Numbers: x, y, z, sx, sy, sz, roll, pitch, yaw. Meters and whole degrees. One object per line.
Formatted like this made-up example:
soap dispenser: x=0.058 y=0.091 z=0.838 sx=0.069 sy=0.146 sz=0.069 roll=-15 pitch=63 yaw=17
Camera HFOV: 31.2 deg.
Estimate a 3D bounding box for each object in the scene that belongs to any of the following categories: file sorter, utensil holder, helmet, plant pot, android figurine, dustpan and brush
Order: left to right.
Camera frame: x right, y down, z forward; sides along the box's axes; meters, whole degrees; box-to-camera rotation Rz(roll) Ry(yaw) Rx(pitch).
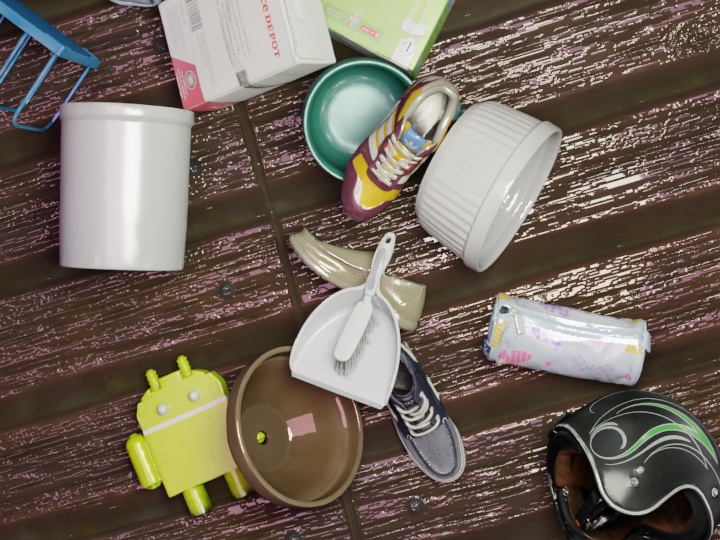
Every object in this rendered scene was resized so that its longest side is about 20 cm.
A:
file sorter: x=-0.465 y=-0.285 z=1.659 sx=0.199 sy=0.139 sz=0.123 roll=36 pitch=97 yaw=5
utensil holder: x=-0.296 y=-0.103 z=1.624 sx=0.168 sy=0.170 sz=0.202 roll=2 pitch=91 yaw=6
android figurine: x=-0.216 y=0.213 z=1.676 sx=0.181 sy=0.041 sz=0.202 roll=-21 pitch=89 yaw=5
plant pot: x=-0.100 y=0.202 z=1.616 sx=0.092 sy=0.200 sz=0.203 roll=-21 pitch=87 yaw=45
dustpan and brush: x=0.004 y=0.051 z=1.576 sx=0.138 sy=0.057 sz=0.201 roll=18 pitch=71 yaw=20
helmet: x=0.337 y=0.242 z=1.544 sx=0.189 sy=0.200 sz=0.202 roll=-9 pitch=88 yaw=-17

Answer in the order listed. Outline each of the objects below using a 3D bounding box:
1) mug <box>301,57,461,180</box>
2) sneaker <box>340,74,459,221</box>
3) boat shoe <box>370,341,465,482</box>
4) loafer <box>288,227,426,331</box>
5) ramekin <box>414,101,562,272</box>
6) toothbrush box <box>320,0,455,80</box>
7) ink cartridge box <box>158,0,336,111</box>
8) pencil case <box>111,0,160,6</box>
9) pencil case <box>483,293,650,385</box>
mug: x=0.016 y=-0.183 z=1.613 sx=0.184 sy=0.114 sz=0.153 roll=23 pitch=98 yaw=-9
sneaker: x=0.043 y=-0.143 z=1.518 sx=0.075 sy=0.090 sz=0.201 roll=31 pitch=97 yaw=-11
boat shoe: x=0.068 y=0.180 z=1.619 sx=0.074 sy=0.093 sz=0.201 roll=-30 pitch=86 yaw=5
loafer: x=0.000 y=0.000 z=1.642 sx=0.199 sy=0.076 sz=0.069 roll=34 pitch=91 yaw=-4
ramekin: x=0.151 y=-0.109 z=1.568 sx=0.105 sy=0.200 sz=0.201 roll=32 pitch=92 yaw=15
toothbrush box: x=0.049 y=-0.366 z=1.631 sx=0.145 sy=0.086 sz=0.201 roll=26 pitch=93 yaw=5
ink cartridge box: x=-0.142 y=-0.298 z=1.610 sx=0.199 sy=0.084 sz=0.147 roll=-16 pitch=88 yaw=37
pencil case: x=-0.282 y=-0.438 z=1.642 sx=0.082 sy=0.091 sz=0.202 roll=6 pitch=74 yaw=5
pencil case: x=0.254 y=0.084 z=1.596 sx=0.198 sy=0.091 sz=0.084 roll=11 pitch=47 yaw=4
